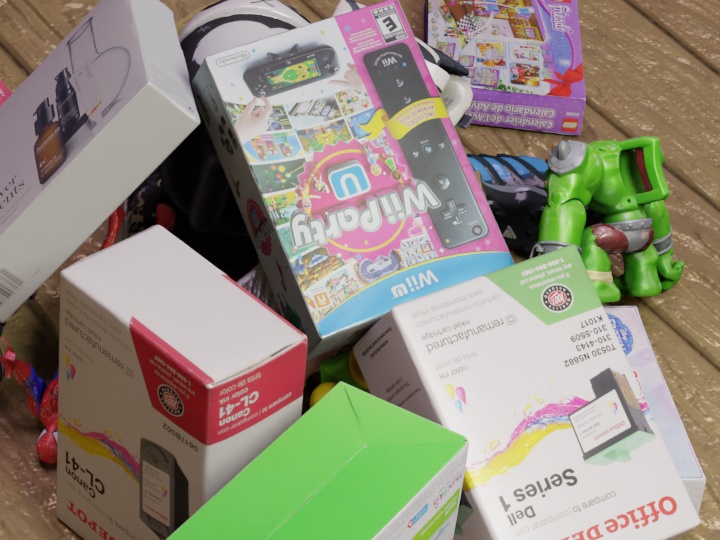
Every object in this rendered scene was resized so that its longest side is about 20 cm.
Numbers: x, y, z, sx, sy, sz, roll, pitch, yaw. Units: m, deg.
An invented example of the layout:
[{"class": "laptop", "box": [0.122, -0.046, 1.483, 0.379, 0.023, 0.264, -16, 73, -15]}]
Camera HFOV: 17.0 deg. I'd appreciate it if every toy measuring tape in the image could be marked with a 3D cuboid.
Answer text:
[{"class": "toy measuring tape", "box": [0.058, 0.060, 1.614, 0.199, 0.074, 0.074, -22, 43, -22]}]

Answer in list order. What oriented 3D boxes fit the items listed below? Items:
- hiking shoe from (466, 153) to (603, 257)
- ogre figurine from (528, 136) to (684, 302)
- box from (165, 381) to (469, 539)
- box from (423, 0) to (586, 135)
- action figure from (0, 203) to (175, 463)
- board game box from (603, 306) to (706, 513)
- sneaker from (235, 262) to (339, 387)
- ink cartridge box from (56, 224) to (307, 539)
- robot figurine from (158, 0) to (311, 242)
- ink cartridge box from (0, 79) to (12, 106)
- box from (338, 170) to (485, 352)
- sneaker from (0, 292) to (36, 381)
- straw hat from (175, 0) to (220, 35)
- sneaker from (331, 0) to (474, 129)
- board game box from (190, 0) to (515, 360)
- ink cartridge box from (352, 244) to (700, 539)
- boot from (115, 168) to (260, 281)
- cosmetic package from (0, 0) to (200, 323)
[{"class": "hiking shoe", "box": [0.097, -0.057, 1.877, 0.198, 0.075, 0.087, 16, 26, -4]}, {"class": "ogre figurine", "box": [0.184, -0.038, 1.771, 0.199, 0.121, 0.098, -4, 5, -37]}, {"class": "box", "box": [-0.031, 0.196, 1.383, 0.096, 0.178, 0.200, 24, 38, 22]}, {"class": "box", "box": [0.123, -0.190, 2.089, 0.136, 0.039, 0.201, 6, 34, -1]}, {"class": "action figure", "box": [-0.185, 0.029, 1.619, 0.065, 0.099, 0.201, 10, 65, 12]}, {"class": "board game box", "box": [0.118, 0.099, 1.671, 0.198, 0.041, 0.201, 0, 35, -9]}, {"class": "sneaker", "box": [-0.046, 0.042, 1.641, 0.199, 0.105, 0.076, -27, 63, -7]}, {"class": "ink cartridge box", "box": [-0.114, 0.097, 1.488, 0.085, 0.201, 0.147, -26, 46, -38]}, {"class": "robot figurine", "box": [-0.079, -0.108, 1.685, 0.124, 0.150, 0.201, -29, 33, 22]}, {"class": "ink cartridge box", "box": [-0.378, -0.109, 1.838, 0.199, 0.083, 0.147, -13, 40, -28]}, {"class": "box", "box": [0.000, 0.000, 1.746, 0.198, 0.021, 0.164, -14, 33, 7]}, {"class": "sneaker", "box": [-0.260, 0.012, 1.689, 0.074, 0.081, 0.201, 3, 34, -10]}, {"class": "straw hat", "box": [-0.094, -0.106, 1.880, 0.201, 0.201, 0.085, 42, 4, 40]}, {"class": "sneaker", "box": [0.025, -0.131, 1.888, 0.129, 0.199, 0.080, 27, 64, 5]}, {"class": "board game box", "box": [-0.006, -0.061, 1.573, 0.147, 0.064, 0.201, -19, 79, -20]}, {"class": "ink cartridge box", "box": [0.105, 0.105, 1.530, 0.144, 0.084, 0.201, -18, 77, -26]}, {"class": "boot", "box": [-0.103, -0.029, 1.751, 0.152, 0.074, 0.204, -5, 41, 12]}, {"class": "cosmetic package", "box": [-0.199, -0.083, 1.615, 0.052, 0.200, 0.151, 36, 19, -29]}]
